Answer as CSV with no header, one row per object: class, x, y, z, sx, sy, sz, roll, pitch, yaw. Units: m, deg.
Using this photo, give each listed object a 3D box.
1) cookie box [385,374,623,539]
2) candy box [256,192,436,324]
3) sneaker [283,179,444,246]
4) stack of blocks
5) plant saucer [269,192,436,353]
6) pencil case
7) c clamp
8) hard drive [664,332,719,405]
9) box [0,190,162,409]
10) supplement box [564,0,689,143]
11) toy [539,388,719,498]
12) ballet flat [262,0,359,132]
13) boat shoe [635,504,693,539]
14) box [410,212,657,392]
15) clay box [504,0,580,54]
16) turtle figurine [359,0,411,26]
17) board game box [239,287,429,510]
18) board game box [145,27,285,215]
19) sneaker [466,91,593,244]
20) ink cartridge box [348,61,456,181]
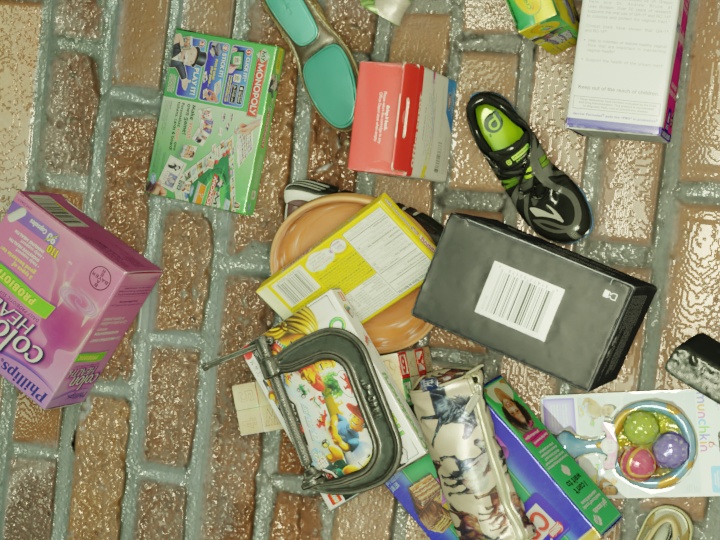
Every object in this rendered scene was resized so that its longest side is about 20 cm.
cookie box,0.151,0.244,1.483,0.200,0.075,0.171,48,121,12
candy box,-0.012,0.006,1.484,0.200,0.026,0.102,-35,108,33
sneaker,-0.001,-0.024,1.563,0.200,0.076,0.116,19,108,22
stack of blocks,-0.027,0.134,1.541,0.200,0.115,0.059,-12,87,19
plant saucer,0.000,0.000,1.515,0.200,0.037,0.200,10,124,15
pencil case,0.115,0.195,1.400,0.089,0.078,0.200,-20,88,62
c clamp,-0.051,0.148,1.441,0.171,0.027,0.200,-29,80,12
hard drive,0.377,0.113,1.359,0.140,0.200,0.033,32,101,16
box,-0.373,0.034,1.667,0.176,0.097,0.200,36,102,15
supplement box,0.282,-0.239,1.440,0.103,0.101,0.200,7,93,18
toy,0.291,0.188,1.470,0.200,0.047,0.115,-4,91,19
ballet flat,-0.044,-0.249,1.569,0.070,0.065,0.200,-27,85,18
boat shoe,0.296,0.346,1.454,0.072,0.076,0.200,13,95,18
box,0.184,0.030,1.423,0.197,0.200,0.117,24,97,17
clay box,0.178,-0.295,1.422,0.048,0.200,0.115,-22,84,17
turtle figurine,0.046,-0.378,1.500,0.194,0.200,0.144,-59,40,15
board game box,-0.026,0.136,1.461,0.126,0.035,0.200,-34,80,17
board game box,-0.173,-0.176,1.633,0.134,0.029,0.200,13,95,17
sneaker,0.174,-0.109,1.487,0.071,0.083,0.200,-37,79,16
ink cartridge box,0.042,-0.158,1.469,0.067,0.200,0.116,7,93,18
